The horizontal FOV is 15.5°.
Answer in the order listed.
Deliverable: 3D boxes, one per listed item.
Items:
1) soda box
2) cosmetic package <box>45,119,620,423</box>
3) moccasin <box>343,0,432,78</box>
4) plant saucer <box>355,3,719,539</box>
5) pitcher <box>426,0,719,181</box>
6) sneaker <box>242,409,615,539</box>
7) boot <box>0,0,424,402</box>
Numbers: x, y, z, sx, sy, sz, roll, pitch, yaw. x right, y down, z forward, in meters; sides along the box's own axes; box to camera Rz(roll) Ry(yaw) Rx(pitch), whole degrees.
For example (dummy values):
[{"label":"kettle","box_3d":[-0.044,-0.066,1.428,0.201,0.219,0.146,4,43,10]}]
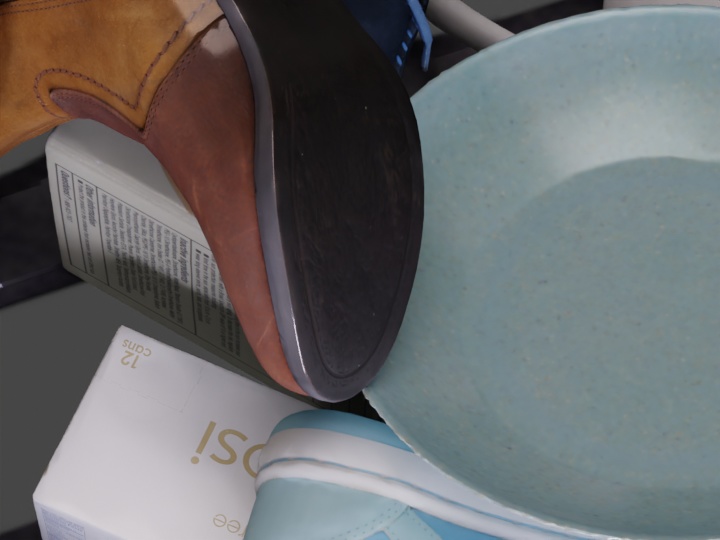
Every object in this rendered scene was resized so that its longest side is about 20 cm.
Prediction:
[{"label":"soda box","box_3d":[-0.001,0.093,0.848,0.200,0.064,0.068,23,67,7]},{"label":"cosmetic package","box_3d":[0.000,0.000,0.868,0.200,0.105,0.071,30,68,9]},{"label":"moccasin","box_3d":[-0.006,-0.129,0.789,0.080,0.068,0.201,3,98,-17]},{"label":"plant saucer","box_3d":[0.091,0.006,0.779,0.200,0.039,0.201,-3,50,4]},{"label":"pitcher","box_3d":[0.112,-0.078,0.908,0.171,0.121,0.200,-18,57,2]},{"label":"sneaker","box_3d":[0.044,0.131,0.758,0.200,0.080,0.131,17,64,16]},{"label":"boot","box_3d":[-0.085,-0.044,0.783,0.068,0.200,0.189,-24,99,-49]}]
